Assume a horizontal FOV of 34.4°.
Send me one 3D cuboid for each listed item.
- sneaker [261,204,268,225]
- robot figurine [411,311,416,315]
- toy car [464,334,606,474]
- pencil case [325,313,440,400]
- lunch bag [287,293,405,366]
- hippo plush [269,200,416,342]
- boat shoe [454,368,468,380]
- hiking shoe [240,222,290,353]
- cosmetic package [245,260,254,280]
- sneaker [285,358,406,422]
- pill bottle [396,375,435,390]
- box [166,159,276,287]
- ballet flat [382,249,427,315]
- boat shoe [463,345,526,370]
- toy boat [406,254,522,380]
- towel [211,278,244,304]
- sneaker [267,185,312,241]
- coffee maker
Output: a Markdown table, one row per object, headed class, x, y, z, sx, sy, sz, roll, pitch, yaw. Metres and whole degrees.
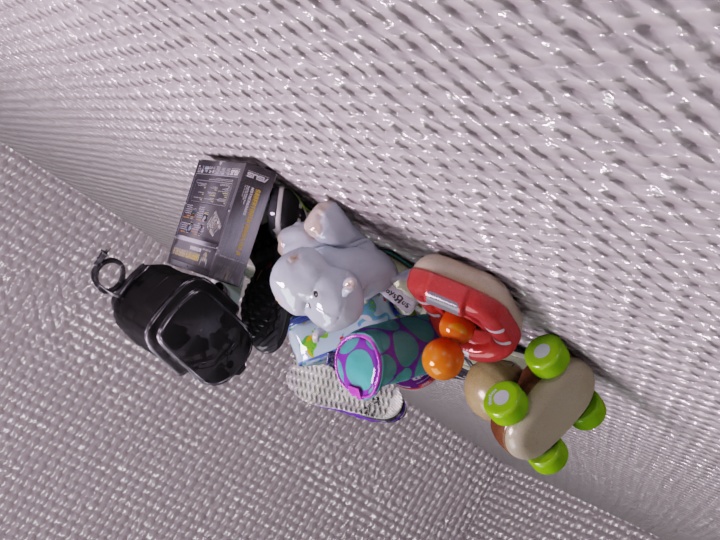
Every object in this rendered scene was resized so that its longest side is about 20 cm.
| class | x | y | z | sx | sy | sz | roll | pitch | yaw |
| --- | --- | --- | --- | --- | --- | --- | --- | --- | --- |
| sneaker | -0.103 | -0.039 | 1.726 | 0.200 | 0.085 | 0.073 | 34 | 169 | -35 |
| robot figurine | 0.008 | 0.098 | 1.857 | 0.200 | 0.176 | 0.116 | -19 | 124 | 37 |
| toy car | 0.205 | 0.153 | 1.586 | 0.200 | 0.158 | 0.164 | 33 | 167 | 49 |
| pencil case | 0.049 | 0.110 | 1.516 | 0.085 | 0.093 | 0.200 | 29 | -158 | 30 |
| lunch bag | -0.014 | 0.076 | 1.684 | 0.200 | 0.160 | 0.083 | 6 | -117 | -78 |
| hippo plush | -0.039 | 0.029 | 1.452 | 0.200 | 0.159 | 0.161 | 33 | -146 | 2 |
| boat shoe | 0.147 | 0.133 | 1.789 | 0.200 | 0.073 | 0.063 | 22 | 136 | -24 |
| hiking shoe | -0.108 | 0.032 | 1.597 | 0.076 | 0.200 | 0.101 | -18 | 143 | 25 |
| cosmetic package | -0.132 | -0.020 | 1.876 | 0.103 | 0.087 | 0.200 | 15 | 168 | 9 |
| sneaker | -0.019 | 0.195 | 1.808 | 0.200 | 0.070 | 0.100 | 18 | 168 | 21 |
| pill bottle | 0.075 | 0.140 | 2.067 | 0.112 | 0.113 | 0.200 | 27 | 172 | 24 |
| box | -0.192 | -0.068 | 1.580 | 0.048 | 0.159 | 0.200 | 18 | 177 | -26 |
| ballet flat | 0.088 | 0.047 | 1.622 | 0.200 | 0.070 | 0.069 | 35 | 171 | -26 |
| boat shoe | 0.224 | 0.143 | 1.735 | 0.199 | 0.075 | 0.066 | 23 | -158 | 3 |
| toy boat | 0.118 | 0.073 | 1.423 | 0.130 | 0.131 | 0.200 | 22 | 169 | 24 |
| towel | -0.209 | -0.016 | 1.834 | 0.031 | 0.201 | 0.149 | 10 | 168 | 10 |
| sneaker | -0.060 | -0.060 | 1.584 | 0.083 | 0.072 | 0.200 | -4 | 158 | 20 |
| coffee maker | -0.255 | 0.062 | 1.533 | 0.192 | 0.135 | 0.200 | 20 | 176 | -24 |
